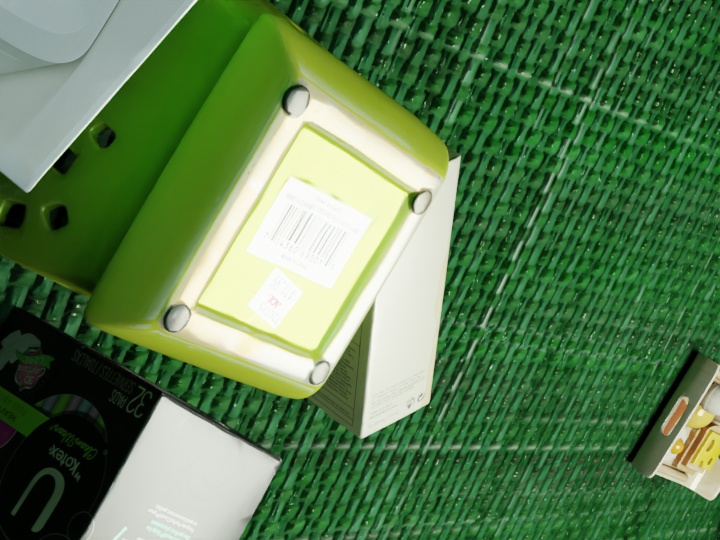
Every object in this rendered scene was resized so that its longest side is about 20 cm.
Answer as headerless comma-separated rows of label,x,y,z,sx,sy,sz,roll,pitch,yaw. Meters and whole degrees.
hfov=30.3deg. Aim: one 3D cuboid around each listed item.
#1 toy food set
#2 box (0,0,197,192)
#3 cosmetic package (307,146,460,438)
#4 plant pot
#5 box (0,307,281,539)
toy food set,0.392,0.183,1.493,0.200,0.060,0.144,26,95,-51
box,-0.149,-0.170,0.575,0.176,0.097,0.200,44,85,-22
cosmetic package,0.000,0.000,0.909,0.073,0.103,0.201,-22,132,-37
plant pot,-0.080,-0.052,0.724,0.200,0.181,0.200,28,95,-51
box,-0.172,0.152,0.773,0.124,0.148,0.201,39,78,-50
